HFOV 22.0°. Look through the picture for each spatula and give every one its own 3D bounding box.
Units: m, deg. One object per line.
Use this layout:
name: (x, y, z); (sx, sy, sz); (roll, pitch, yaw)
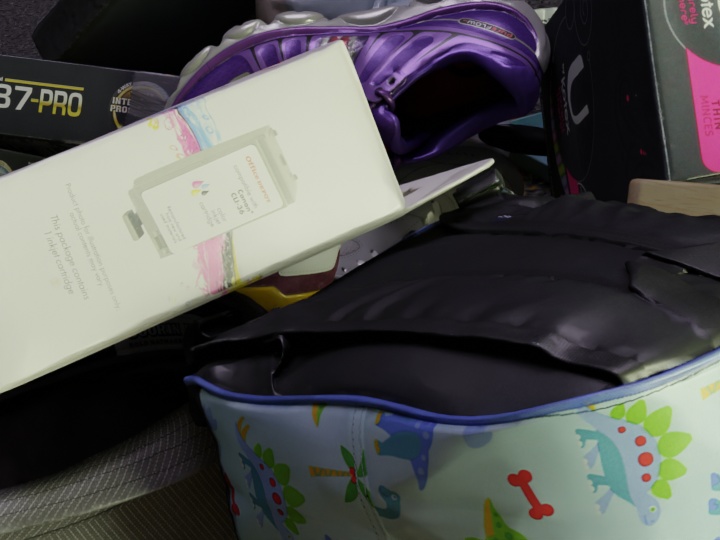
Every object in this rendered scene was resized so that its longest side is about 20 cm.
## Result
spatula: (0.137, -0.072, 0.994); (0.200, 0.021, 0.056); (-7, 24, -40)

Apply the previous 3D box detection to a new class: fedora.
fedora: (-0.114, 0.080, 0.699); (0.199, 0.091, 0.177); (-22, 25, -21)

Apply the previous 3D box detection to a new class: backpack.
backpack: (0.070, 0.057, 0.600); (0.183, 0.147, 0.200); (-28, 17, -36)

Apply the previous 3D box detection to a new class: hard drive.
hard drive: (-0.076, -0.152, 1.086); (0.200, 0.140, 0.033); (13, 39, -54)

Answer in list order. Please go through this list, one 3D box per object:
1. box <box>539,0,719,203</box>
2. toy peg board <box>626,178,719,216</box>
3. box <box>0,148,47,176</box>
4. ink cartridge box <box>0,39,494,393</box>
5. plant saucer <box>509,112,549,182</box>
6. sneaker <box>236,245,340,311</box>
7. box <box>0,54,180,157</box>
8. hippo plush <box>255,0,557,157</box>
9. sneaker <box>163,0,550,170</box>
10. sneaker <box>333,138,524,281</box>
box: (0.154, -0.080, 0.848); (0.106, 0.123, 0.200); (-6, -9, -7)
toy peg board: (0.228, 0.027, 0.706); (0.199, 0.098, 0.199); (7, 1, 34)
box: (-0.233, -0.046, 1.024); (0.160, 0.044, 0.200); (6, -1, 35)
ink cartridge box: (-0.065, -0.024, 0.666); (0.200, 0.068, 0.116); (-24, 6, -23)
plant saucer: (0.142, -0.060, 1.061); (0.070, 0.019, 0.200); (-16, 23, -19)
sneaker: (-0.108, -0.019, 0.807); (0.199, 0.090, 0.075); (1, 13, -10)
box: (-0.166, -0.085, 1.054); (0.161, 0.049, 0.200); (10, -2, 2)
hippo plush: (0.029, -0.079, 1.039); (0.199, 0.160, 0.161); (-9, 46, -2)
sneaker: (-0.007, -0.083, 0.899); (0.199, 0.081, 0.084); (-16, 34, 15)
sneaker: (0.000, 0.000, 0.908); (0.199, 0.076, 0.092); (-23, 32, -15)
